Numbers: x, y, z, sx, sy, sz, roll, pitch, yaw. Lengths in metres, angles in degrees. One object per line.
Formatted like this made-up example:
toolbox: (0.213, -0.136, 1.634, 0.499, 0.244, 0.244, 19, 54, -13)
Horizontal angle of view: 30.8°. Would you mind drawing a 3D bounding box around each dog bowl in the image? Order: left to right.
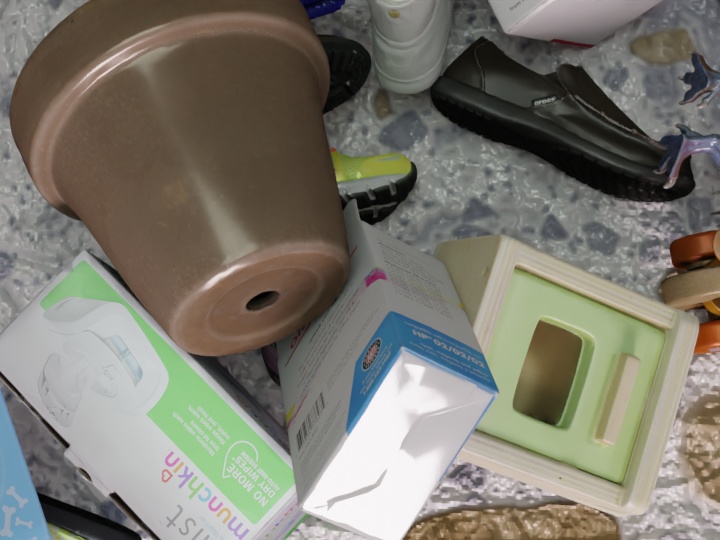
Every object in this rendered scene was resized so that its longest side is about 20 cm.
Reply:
dog bowl: (-0.240, 0.123, 0.819, 0.049, 0.111, 0.202, -19, 82, -23)

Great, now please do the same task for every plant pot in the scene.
plant pot: (-0.091, -0.050, 0.781, 0.199, 0.201, 0.176, -25, 64, -1)

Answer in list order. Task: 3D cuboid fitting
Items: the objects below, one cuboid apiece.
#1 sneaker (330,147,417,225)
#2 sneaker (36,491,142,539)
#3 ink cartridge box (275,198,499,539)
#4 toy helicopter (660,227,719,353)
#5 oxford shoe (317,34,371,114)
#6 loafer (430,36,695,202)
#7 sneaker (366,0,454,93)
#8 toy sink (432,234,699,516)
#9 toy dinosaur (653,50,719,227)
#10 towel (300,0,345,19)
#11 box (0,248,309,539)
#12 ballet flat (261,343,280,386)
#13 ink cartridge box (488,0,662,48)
sneaker: (-0.059, -0.069, 0.929, 0.198, 0.078, 0.091, -8, 71, 0)
sneaker: (-0.244, 0.189, 0.892, 0.198, 0.072, 0.084, 20, 82, 7)
ink cartridge box: (0.007, 0.053, 0.786, 0.067, 0.200, 0.116, 25, 111, -19)
toy helicopter: (0.296, -0.003, 0.849, 0.198, 0.132, 0.080, -10, 78, 13)
oxford shoe: (-0.091, -0.143, 0.909, 0.198, 0.073, 0.085, -8, 46, -17)
loafer: (0.149, -0.112, 0.922, 0.199, 0.073, 0.072, 25, 84, 8)
sneaker: (0.040, -0.240, 0.918, 0.073, 0.116, 0.202, 1, 63, 7)
toy sink: (0.134, 0.075, 0.831, 0.199, 0.112, 0.131, 23, 80, -18)
toy dinosaur: (0.283, -0.073, 0.856, 0.180, 0.200, 0.106, 11, 93, -18)
towel: (-0.101, -0.219, 0.921, 0.147, 0.050, 0.200, -25, 43, -10)
box: (-0.123, 0.101, 0.848, 0.200, 0.177, 0.097, 44, 85, 11)
ballet flat: (0.027, 0.068, 0.897, 0.198, 0.071, 0.070, 10, 79, 5)
ink cartridge box: (0.120, -0.264, 0.911, 0.085, 0.147, 0.201, -34, 74, 32)
